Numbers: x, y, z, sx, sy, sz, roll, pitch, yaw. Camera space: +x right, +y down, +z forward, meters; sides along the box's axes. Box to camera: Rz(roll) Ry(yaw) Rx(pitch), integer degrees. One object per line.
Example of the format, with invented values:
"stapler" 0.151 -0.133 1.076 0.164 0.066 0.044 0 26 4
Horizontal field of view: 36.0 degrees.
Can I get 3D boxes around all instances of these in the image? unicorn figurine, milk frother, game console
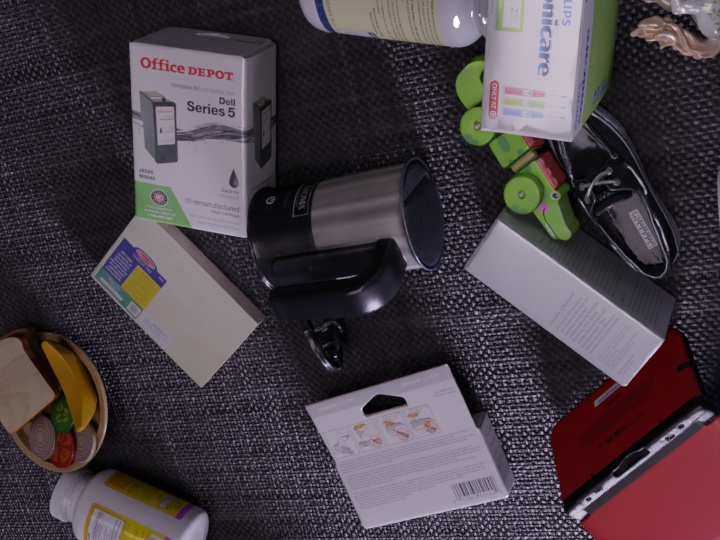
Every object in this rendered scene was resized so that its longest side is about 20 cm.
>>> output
"unicorn figurine" 0.335 -0.274 0.977 0.136 0.074 0.201 29 134 -2
"milk frother" 0.000 0.000 1.203 0.185 0.183 0.200 -8 151 25
"game console" 0.312 0.195 1.151 0.118 0.174 0.200 29 123 -23

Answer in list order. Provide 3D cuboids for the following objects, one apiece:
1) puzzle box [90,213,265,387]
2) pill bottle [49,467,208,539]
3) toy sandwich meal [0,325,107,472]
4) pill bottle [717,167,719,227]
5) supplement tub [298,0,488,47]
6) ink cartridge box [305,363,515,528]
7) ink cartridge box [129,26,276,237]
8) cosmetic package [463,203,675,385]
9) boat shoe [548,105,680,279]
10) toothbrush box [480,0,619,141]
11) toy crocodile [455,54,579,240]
"puzzle box" -0.224 0.030 1.354 0.200 0.025 0.133 45 121 0
"pill bottle" -0.308 0.330 1.468 0.197 0.104 0.106 21 118 13
"toy sandwich meal" -0.417 0.170 1.446 0.202 0.070 0.209 4 99 27
"pill bottle" 0.427 -0.065 0.995 0.197 0.112 0.114 -4 110 23
"supplement tub" 0.051 -0.288 1.037 0.197 0.145 0.147 11 115 18
"ink cartridge box" 0.058 0.201 1.297 0.198 0.045 0.178 -18 104 27
"ink cartridge box" -0.171 -0.154 1.221 0.143 0.084 0.203 10 115 18
"cosmetic package" 0.213 0.014 1.123 0.199 0.101 0.072 37 121 5
"boat shoe" 0.244 -0.079 1.089 0.071 0.068 0.201 -29 98 29
"toothbrush box" 0.174 -0.216 0.986 0.085 0.200 0.148 9 116 18
"toy crocodile" 0.157 -0.120 1.098 0.061 0.067 0.202 -35 86 32
